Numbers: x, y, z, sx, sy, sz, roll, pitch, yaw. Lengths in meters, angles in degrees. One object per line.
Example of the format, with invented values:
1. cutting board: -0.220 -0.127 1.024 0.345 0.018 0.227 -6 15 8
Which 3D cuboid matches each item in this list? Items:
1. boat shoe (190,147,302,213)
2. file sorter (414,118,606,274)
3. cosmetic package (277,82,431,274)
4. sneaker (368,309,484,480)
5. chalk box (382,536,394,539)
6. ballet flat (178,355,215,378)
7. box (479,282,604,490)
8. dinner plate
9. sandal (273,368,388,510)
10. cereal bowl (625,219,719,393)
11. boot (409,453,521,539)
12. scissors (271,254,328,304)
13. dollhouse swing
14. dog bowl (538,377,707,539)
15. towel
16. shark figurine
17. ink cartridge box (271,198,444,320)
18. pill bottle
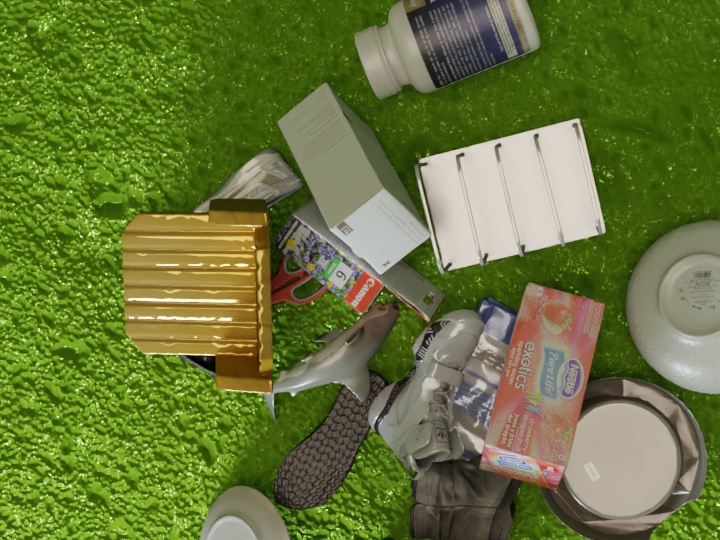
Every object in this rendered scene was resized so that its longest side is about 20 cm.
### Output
1. boat shoe: -0.160 -0.061 1.527 0.202 0.074 0.065 -43 83 3
2. file sorter: 0.174 -0.084 1.448 0.198 0.125 0.140 -14 94 9
3. cosmetic package: -0.009 -0.106 1.429 0.081 0.113 0.201 -38 49 11
4. sneaker: 0.094 0.148 1.463 0.200 0.075 0.115 -53 43 21
5. chalk box: 0.042 0.413 1.516 0.199 0.124 0.125 30 99 3
6. ballet flat: -0.200 0.092 1.541 0.199 0.057 0.067 23 101 16
7. box: 0.205 0.130 1.416 0.094 0.103 0.202 14 67 8
8. dinner plate: -0.147 0.365 1.529 0.199 0.024 0.202 -3 86 47
9. sandal: -0.031 0.213 1.552 0.075 0.048 0.201 38 87 4
10. cereal bowl: 0.390 0.036 1.410 0.198 0.083 0.202 -6 77 28
11. boot: 0.129 0.237 1.492 0.130 0.070 0.202 14 91 10
12. scissors: -0.121 0.041 1.559 0.199 0.014 0.073 -37 91 9
13. dollhouse swing: -0.190 0.025 1.431 0.174 0.182 0.202 -1 99 -5
14. dog bowl: 0.307 0.221 1.491 0.198 0.059 0.202 1 95 9
15. towel: 0.165 0.149 1.523 0.146 0.024 0.201 29 99 4
16. shark figurine: -0.035 0.126 1.503 0.213 0.128 0.090 -32 100 11
17. ink cartridge box: 0.000 0.000 1.479 0.199 0.109 0.051 38 110 3
18. pill bottle: 0.098 -0.273 1.447 0.198 0.111 0.112 -21 92 10
